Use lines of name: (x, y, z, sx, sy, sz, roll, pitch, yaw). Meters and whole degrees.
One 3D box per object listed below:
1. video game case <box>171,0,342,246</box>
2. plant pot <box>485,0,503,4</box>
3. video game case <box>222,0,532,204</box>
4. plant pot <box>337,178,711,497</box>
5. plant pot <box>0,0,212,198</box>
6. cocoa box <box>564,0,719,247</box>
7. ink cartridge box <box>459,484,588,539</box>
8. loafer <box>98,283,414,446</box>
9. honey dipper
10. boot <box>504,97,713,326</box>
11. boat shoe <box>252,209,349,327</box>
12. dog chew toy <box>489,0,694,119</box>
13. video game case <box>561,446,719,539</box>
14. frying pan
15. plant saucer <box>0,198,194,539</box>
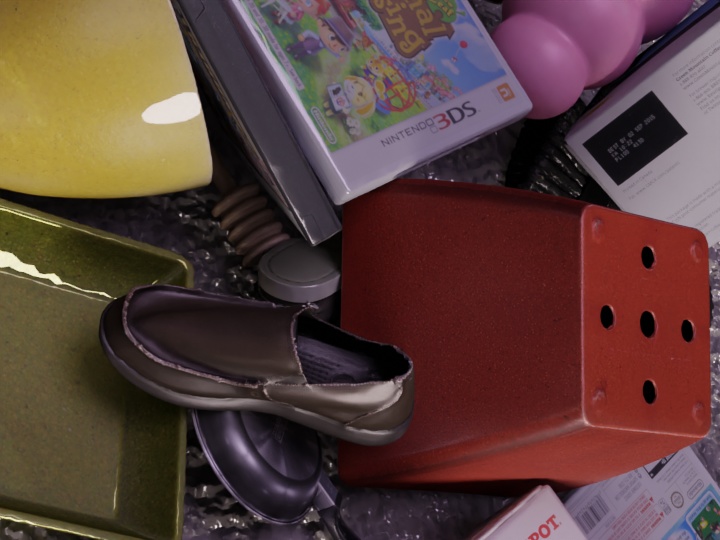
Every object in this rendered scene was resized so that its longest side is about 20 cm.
video game case: (-0.089, -0.128, 1.185, 0.025, 0.181, 0.200, -31, 117, -5)
plant pot: (0.103, -0.338, 1.413, 0.187, 0.200, 0.187, 36, 21, -16)
video game case: (0.000, -0.159, 1.228, 0.182, 0.022, 0.200, -27, 82, -39)
plant pot: (0.117, 0.042, 1.216, 0.199, 0.176, 0.201, 10, 78, -44)
plant pot: (-0.191, -0.125, 1.147, 0.141, 0.200, 0.201, -19, 76, -11)
cocoa box: (0.274, -0.124, 1.365, 0.133, 0.200, 0.131, 48, 32, -6)
ink cartridge box: (0.116, 0.262, 1.209, 0.144, 0.084, 0.200, -33, 87, -42)
loafer: (-0.056, 0.043, 1.123, 0.199, 0.071, 0.073, 14, 49, -11)
honey dipper: (-0.113, -0.096, 1.272, 0.038, 0.038, 0.200, -23, 79, -42)
boot: (0.183, -0.025, 1.420, 0.158, 0.079, 0.212, 34, 39, -26)
boat shoe: (0.000, 0.000, 1.289, 0.072, 0.061, 0.201, 27, 32, 31)
dog chew toy: (0.161, -0.190, 1.366, 0.125, 0.124, 0.200, 43, 68, -9)
video game case: (0.220, 0.217, 1.342, 0.182, 0.024, 0.200, 55, 41, 1)
frying pan: (-0.041, 0.134, 1.169, 0.190, 0.031, 0.115, 58, 27, 1)
plant saucer: (-0.200, 0.062, 1.110, 0.199, 0.048, 0.201, 18, 56, -29)
